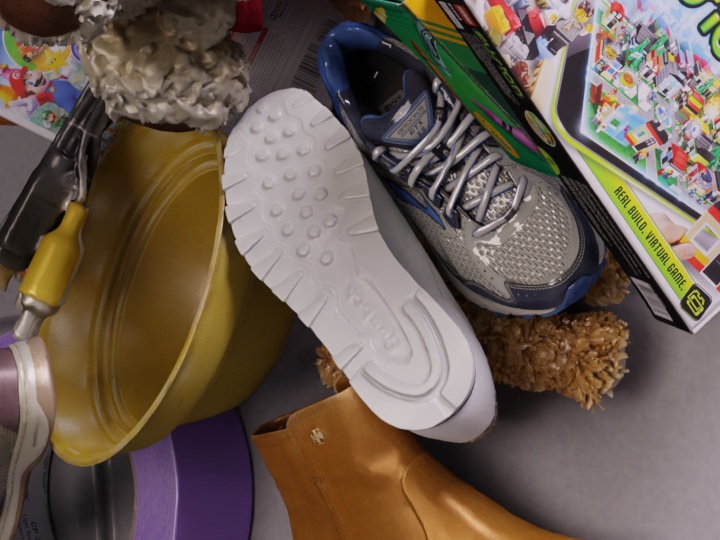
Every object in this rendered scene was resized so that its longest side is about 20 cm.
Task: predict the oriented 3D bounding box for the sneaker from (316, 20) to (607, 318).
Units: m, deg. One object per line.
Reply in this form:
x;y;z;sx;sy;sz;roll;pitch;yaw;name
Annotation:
0.039;-0.052;1.133;0.077;0.085;0.200;-46;54;2;sneaker

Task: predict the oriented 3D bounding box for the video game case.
-0.111;-0.120;1.268;0.200;0.018;0.143;26;108;-6;video game case

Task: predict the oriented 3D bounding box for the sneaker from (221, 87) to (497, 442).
0.000;0.000;1.134;0.076;0.080;0.200;-35;68;14;sneaker

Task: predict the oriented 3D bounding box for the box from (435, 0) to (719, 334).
0.129;-0.081;1.034;0.110;0.200;0.035;-42;24;-10;box

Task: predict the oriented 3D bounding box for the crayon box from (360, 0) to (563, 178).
0.108;-0.158;1.061;0.200;0.119;0.058;-49;25;-7;crayon box

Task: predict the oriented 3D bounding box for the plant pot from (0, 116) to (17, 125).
-0.206;-0.202;1.331;0.140;0.200;0.200;47;116;48;plant pot

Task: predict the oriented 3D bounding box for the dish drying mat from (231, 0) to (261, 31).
-0.080;-0.223;1.188;0.077;0.018;0.201;-166;69;-65;dish drying mat

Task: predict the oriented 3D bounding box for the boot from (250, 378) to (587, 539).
0.034;0.118;1.159;0.201;0.071;0.144;-16;105;43;boot

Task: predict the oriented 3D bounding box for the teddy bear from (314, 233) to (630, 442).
0.054;0.016;1.179;0.200;0.067;0.145;21;98;36;teddy bear

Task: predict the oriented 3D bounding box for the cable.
-0.146;-0.058;1.250;0.200;0.050;0.097;-59;17;7;cable

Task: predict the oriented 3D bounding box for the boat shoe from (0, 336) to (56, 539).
-0.213;0.101;1.261;0.200;0.065;0.072;121;145;-53;boat shoe

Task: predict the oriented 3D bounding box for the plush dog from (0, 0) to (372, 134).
-0.072;-0.171;1.082;0.171;0.200;0.161;-12;69;16;plush dog

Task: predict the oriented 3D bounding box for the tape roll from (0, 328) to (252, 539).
-0.158;0.128;1.340;0.200;0.066;0.201;-2;87;37;tape roll

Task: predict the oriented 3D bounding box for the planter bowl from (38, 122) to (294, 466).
-0.090;0.015;1.226;0.200;0.083;0.201;-35;46;46;planter bowl
